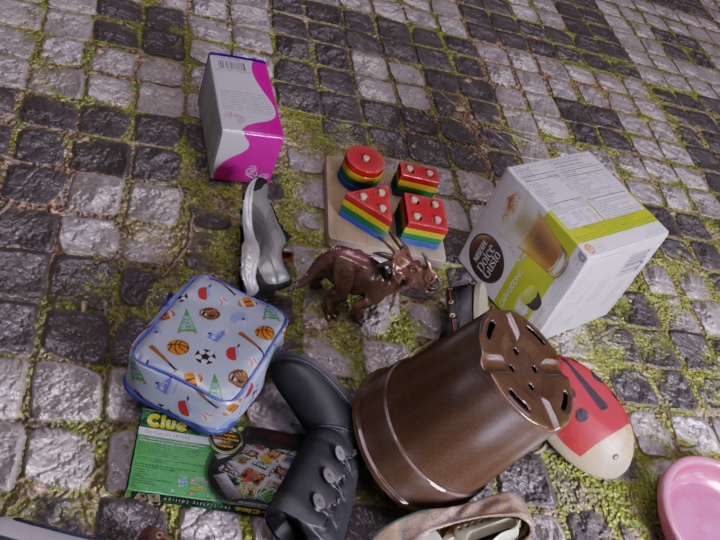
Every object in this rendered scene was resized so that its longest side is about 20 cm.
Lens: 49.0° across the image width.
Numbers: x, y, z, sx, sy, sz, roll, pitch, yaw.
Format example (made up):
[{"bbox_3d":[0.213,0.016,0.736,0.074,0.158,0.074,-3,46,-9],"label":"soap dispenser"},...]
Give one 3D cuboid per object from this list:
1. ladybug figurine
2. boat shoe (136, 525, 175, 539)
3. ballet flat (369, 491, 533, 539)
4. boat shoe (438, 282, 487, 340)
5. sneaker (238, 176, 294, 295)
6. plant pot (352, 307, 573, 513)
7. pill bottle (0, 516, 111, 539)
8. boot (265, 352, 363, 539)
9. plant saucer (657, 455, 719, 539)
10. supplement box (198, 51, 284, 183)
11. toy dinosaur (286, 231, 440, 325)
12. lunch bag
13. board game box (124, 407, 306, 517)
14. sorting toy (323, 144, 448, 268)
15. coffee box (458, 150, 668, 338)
[{"bbox_3d":[0.308,0.193,1.107,0.135,0.072,0.201,-19,58,-37],"label":"ladybug figurine"},{"bbox_3d":[-0.138,0.312,0.785,0.198,0.073,0.072,21,44,4],"label":"boat shoe"},{"bbox_3d":[0.104,0.298,0.878,0.197,0.069,0.067,-16,28,-13],"label":"ballet flat"},{"bbox_3d":[0.146,0.107,1.125,0.062,0.074,0.203,-6,52,18],"label":"boat shoe"},{"bbox_3d":[-0.135,-0.048,1.125,0.078,0.074,0.202,-1,54,-8],"label":"sneaker"},{"bbox_3d":[0.127,0.159,0.924,0.199,0.198,0.202,28,41,-27],"label":"plant pot"},{"bbox_3d":[-0.294,0.284,0.691,0.197,0.121,0.120,12,43,4],"label":"pill bottle"},{"bbox_3d":[-0.066,0.207,0.890,0.164,0.066,0.201,40,38,-9],"label":"boot"},{"bbox_3d":[0.480,0.348,1.055,0.198,0.051,0.202,14,43,-13],"label":"plant saucer"},{"bbox_3d":[-0.196,-0.246,1.273,0.100,0.104,0.202,4,46,-23],"label":"supplement box"},{"bbox_3d":[0.000,0.000,1.102,0.197,0.136,0.087,10,45,-16],"label":"toy dinosaur"},{"bbox_3d":[-0.186,0.094,0.958,0.159,0.076,0.200,23,35,5],"label":"lunch bag"},{"bbox_3d":[-0.158,0.220,0.896,0.197,0.024,0.106,13,46,-14],"label":"board game box"},{"bbox_3d":[0.044,-0.116,1.284,0.196,0.070,0.202,11,45,-15],"label":"sorting toy"},{"bbox_3d":[0.311,-0.040,1.241,0.198,0.201,0.198,-15,55,-34],"label":"coffee box"}]
